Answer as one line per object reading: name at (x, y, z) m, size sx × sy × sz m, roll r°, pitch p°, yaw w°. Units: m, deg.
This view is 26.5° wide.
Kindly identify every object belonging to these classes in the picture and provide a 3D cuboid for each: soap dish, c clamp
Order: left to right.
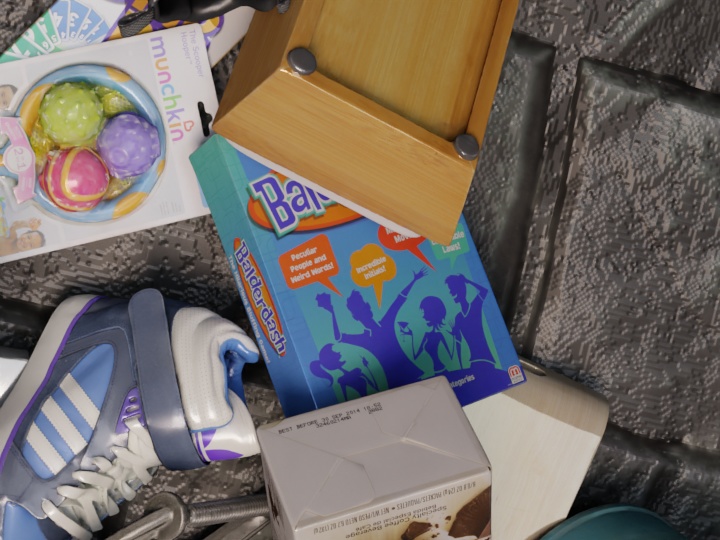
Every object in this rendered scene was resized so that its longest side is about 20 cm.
c clamp at (-0.095, 0.152, 0.910) m, size 0.170 × 0.199 × 0.027 m, roll -37°, pitch 71°, yaw 26°
soap dish at (0.015, -0.133, 0.913) m, size 0.156 × 0.081 × 0.201 m, roll 26°, pitch 55°, yaw -14°

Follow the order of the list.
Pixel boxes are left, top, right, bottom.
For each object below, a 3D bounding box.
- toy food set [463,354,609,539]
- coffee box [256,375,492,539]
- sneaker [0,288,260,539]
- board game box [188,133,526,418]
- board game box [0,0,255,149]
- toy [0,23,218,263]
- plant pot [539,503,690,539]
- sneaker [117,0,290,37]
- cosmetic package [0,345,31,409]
toy food set at (0.060, 0.145, 1.009) m, size 0.143 × 0.060 × 0.201 m, roll 25°, pitch 87°, yaw -3°
coffee box at (0.012, 0.169, 0.875) m, size 0.112 × 0.080 × 0.201 m, roll -15°, pitch 133°, yaw -11°
sneaker at (-0.134, 0.108, 0.889) m, size 0.145 × 0.081 × 0.201 m, roll 9°, pitch 63°, yaw 20°
board game box at (0.000, 0.000, 0.932) m, size 0.151 × 0.045 × 0.202 m, roll -18°, pitch 83°, yaw -33°
board game box at (-0.146, -0.138, 0.945) m, size 0.200 × 0.030 × 0.096 m, roll -46°, pitch 104°, yaw -9°
toy at (-0.176, -0.070, 0.906) m, size 0.198 × 0.047 × 0.116 m, roll -14°, pitch 100°, yaw -11°
plant pot at (0.200, 0.275, 0.948) m, size 0.199 × 0.187 × 0.202 m, roll -12°, pitch 112°, yaw -32°
sneaker at (-0.123, -0.196, 0.877) m, size 0.198 × 0.078 × 0.141 m, roll 13°, pitch 70°, yaw 14°
cosmetic package at (-0.290, 0.136, 0.918) m, size 0.149 × 0.052 × 0.202 m, roll 11°, pitch 92°, yaw -16°
